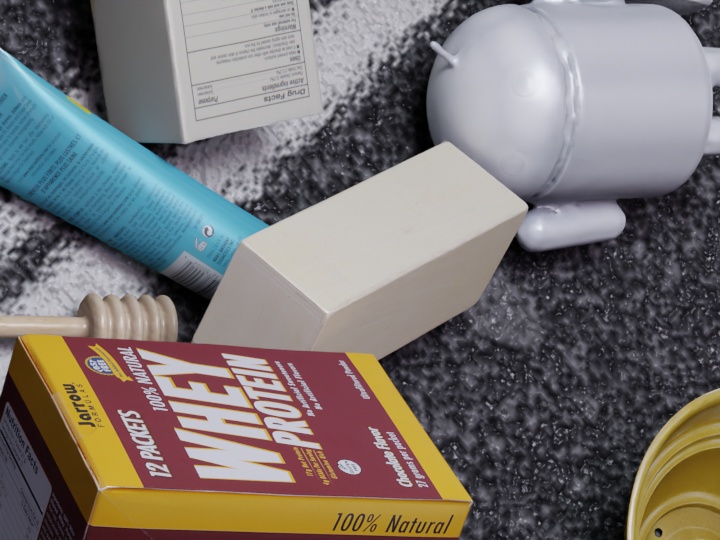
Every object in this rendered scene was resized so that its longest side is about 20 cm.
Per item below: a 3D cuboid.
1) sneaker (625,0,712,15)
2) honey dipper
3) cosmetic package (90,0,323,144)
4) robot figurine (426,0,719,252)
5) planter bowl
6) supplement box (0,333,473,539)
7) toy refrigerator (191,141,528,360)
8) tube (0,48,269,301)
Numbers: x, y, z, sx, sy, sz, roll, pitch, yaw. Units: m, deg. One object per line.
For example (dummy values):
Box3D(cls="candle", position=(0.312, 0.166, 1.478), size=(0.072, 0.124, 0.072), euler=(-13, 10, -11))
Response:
Box3D(cls="sneaker", position=(0.129, -0.224, 1.778), size=(0.200, 0.074, 0.119), euler=(16, 75, -21))
Box3D(cls="honey dipper", position=(-0.193, 0.031, 1.556), size=(0.199, 0.038, 0.038), euler=(0, 76, -26))
Box3D(cls="cosmetic package", position=(-0.090, -0.174, 1.607), size=(0.103, 0.073, 0.201), euler=(-14, 102, -40))
Box3D(cls="robot figurine", position=(0.122, -0.096, 1.717), size=(0.199, 0.113, 0.170), euler=(-2, 94, -30))
Box3D(cls="planter bowl", position=(0.215, 0.171, 1.709), size=(0.200, 0.083, 0.201), euler=(8, 72, -27))
Box3D(cls="supplement box", position=(-0.083, 0.154, 1.464), size=(0.197, 0.201, 0.133), euler=(4, 29, -27))
Box3D(cls="toy refrigerator", position=(0.000, 0.000, 1.596), size=(0.070, 0.076, 0.200), euler=(39, 35, 17))
Box3D(cls="tube", position=(-0.133, -0.044, 1.595), size=(0.200, 0.077, 0.050), euler=(31, 27, -21))
